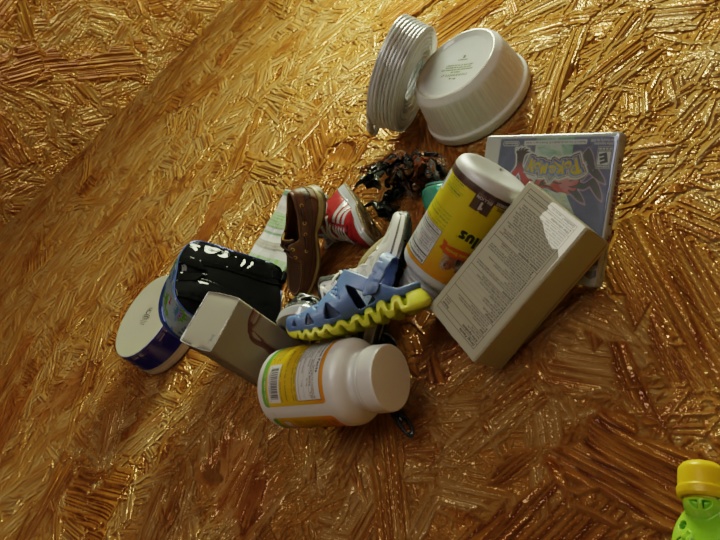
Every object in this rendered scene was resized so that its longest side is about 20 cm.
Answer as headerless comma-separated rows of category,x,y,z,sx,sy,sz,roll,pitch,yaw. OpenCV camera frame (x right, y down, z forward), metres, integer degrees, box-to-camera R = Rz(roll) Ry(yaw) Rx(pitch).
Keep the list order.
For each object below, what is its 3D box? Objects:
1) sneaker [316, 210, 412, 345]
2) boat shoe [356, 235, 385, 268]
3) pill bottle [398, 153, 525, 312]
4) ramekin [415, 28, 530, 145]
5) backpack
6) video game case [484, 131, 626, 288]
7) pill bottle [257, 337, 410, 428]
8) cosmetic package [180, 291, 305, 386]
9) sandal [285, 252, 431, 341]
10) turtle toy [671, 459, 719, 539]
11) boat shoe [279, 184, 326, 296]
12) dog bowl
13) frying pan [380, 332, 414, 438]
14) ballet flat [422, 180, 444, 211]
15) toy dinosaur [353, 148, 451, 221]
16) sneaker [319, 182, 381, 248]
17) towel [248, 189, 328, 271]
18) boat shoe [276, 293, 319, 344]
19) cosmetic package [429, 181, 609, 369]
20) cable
sneaker,0.000,0.000,0.871,0.114,0.076,0.204,17,84,13
boat shoe,0.020,0.036,0.937,0.202,0.071,0.064,-57,41,6
pill bottle,0.130,-0.044,0.812,0.202,0.108,0.110,-61,31,26
ramekin,0.185,-0.326,1.055,0.200,0.094,0.205,-26,43,27
backpack,-0.250,0.060,1.074,0.147,0.198,0.185,-43,34,40
video game case,0.234,-0.084,0.793,0.198,0.023,0.186,12,95,49
pill bottle,-0.035,0.150,0.810,0.198,0.111,0.113,-14,49,39
cosmetic package,-0.157,0.122,0.926,0.102,0.200,0.088,9,65,47
sandal,-0.009,0.038,0.805,0.197,0.079,0.088,-19,80,8
turtle toy,0.324,0.225,0.440,0.198,0.101,0.148,-11,51,38
boat shoe,-0.111,-0.049,1.063,0.072,0.067,0.204,27,117,43
dog bowl,-0.430,0.114,1.307,0.198,0.079,0.202,-26,43,27
frying pan,0.036,0.150,0.849,0.188,0.031,0.116,15,71,47
ballet flat,0.181,-0.113,0.915,0.198,0.067,0.072,-12,74,39
toy dinosaur,0.066,-0.162,1.061,0.136,0.102,0.199,-47,16,-23
sneaker,-0.036,-0.072,1.078,0.112,0.071,0.201,-38,31,8
towel,-0.157,-0.076,1.236,0.148,0.031,0.202,10,67,49
boat shoe,-0.087,0.068,0.946,0.200,0.071,0.069,113,174,-72
cosmetic package,0.187,0.009,0.737,0.201,0.073,0.104,-53,48,18
cable,0.076,-0.356,1.114,0.068,0.200,0.202,25,77,13
